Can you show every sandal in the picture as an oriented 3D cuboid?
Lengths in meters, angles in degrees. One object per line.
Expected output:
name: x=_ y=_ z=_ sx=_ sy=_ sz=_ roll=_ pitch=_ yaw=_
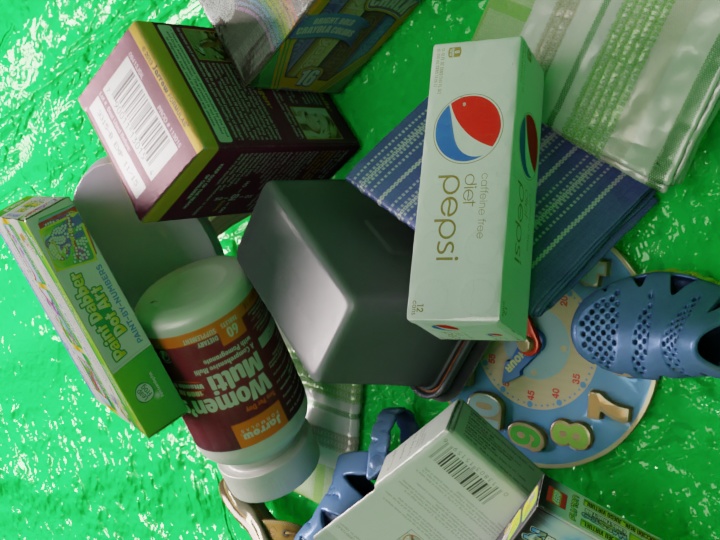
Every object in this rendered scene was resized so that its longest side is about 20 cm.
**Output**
sandal: x=0.005 y=0.193 z=0.907 sx=0.200 sy=0.079 sz=0.087 roll=-41 pitch=59 yaw=8
sandal: x=0.233 y=0.041 z=0.707 sx=0.198 sy=0.087 sz=0.080 roll=-1 pitch=95 yaw=32
sandal: x=-0.064 y=0.256 z=0.992 sx=0.054 sy=0.080 sz=0.200 roll=-41 pitch=54 yaw=-2

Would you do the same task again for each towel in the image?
towel: x=-0.061 y=0.116 z=1.004 sx=0.148 sy=0.031 sz=0.202 roll=12 pitch=103 yaw=38
towel: x=0.177 y=-0.166 z=0.762 sx=0.199 sy=0.031 sz=0.150 roll=35 pitch=108 yaw=32
towel: x=0.105 y=-0.064 z=0.796 sx=0.145 sy=0.024 sz=0.200 roll=-43 pitch=59 yaw=-15

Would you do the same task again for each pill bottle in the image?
pill bottle: x=-0.110 y=0.097 z=0.920 sx=0.109 sy=0.110 sz=0.201 roll=1 pitch=124 yaw=39

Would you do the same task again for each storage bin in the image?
storage bin: x=0.000 y=0.000 z=0.842 sx=0.200 sy=0.133 sz=0.146 roll=53 pitch=128 yaw=37

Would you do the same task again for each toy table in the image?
toy table: x=-0.179 y=-0.032 z=0.985 sx=0.182 sy=0.117 sz=0.202 roll=-4 pitch=117 yaw=9

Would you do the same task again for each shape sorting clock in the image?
shape sorting clock: x=0.138 y=0.056 z=0.828 sx=0.199 sy=0.039 sz=0.202 roll=6 pitch=100 yaw=39

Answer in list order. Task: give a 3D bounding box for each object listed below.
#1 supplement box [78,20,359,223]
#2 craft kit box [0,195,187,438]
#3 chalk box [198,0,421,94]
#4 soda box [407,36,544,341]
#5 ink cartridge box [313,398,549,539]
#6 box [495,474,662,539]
supplement box: x=-0.118 y=-0.128 z=0.909 sx=0.103 sy=0.199 sz=0.132 roll=-42 pitch=70 yaw=34
craft kit box: x=-0.238 y=0.032 z=0.906 sx=0.197 sy=0.048 sz=0.201 roll=13 pitch=131 yaw=65
chalk box: x=-0.025 y=-0.259 z=0.869 sx=0.200 sy=0.123 sz=0.125 roll=-41 pitch=69 yaw=34
soda box: x=0.082 y=-0.055 z=0.730 sx=0.067 sy=0.064 sz=0.202 roll=0 pitch=75 yaw=26
ink cartridge box: x=0.090 y=0.219 z=0.829 sx=0.200 sy=0.044 sz=0.174 roll=42 pitch=125 yaw=-7
box: x=0.135 y=0.251 z=0.785 sx=0.109 sy=0.035 sz=0.201 roll=28 pitch=124 yaw=2
